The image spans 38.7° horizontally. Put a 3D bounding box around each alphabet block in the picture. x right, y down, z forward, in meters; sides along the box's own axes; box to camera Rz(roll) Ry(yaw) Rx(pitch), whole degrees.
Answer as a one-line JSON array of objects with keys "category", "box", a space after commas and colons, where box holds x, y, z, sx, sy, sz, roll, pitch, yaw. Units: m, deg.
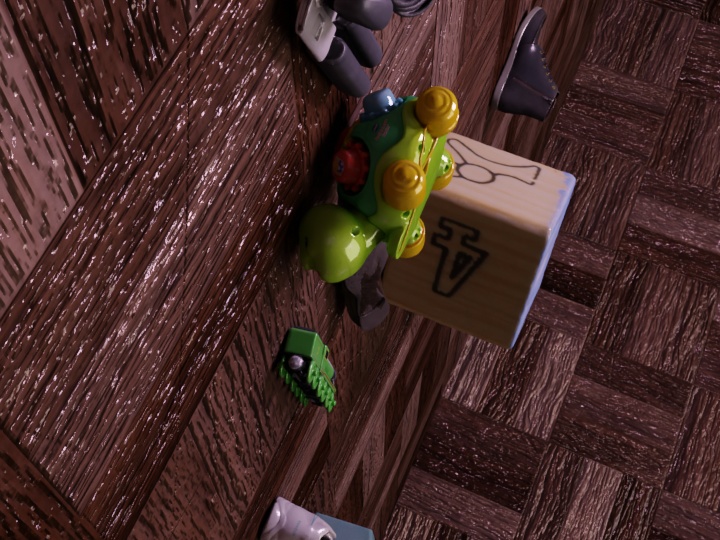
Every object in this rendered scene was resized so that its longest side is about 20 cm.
[{"category": "alphabet block", "box": [0.161, -0.046, 1.405, 0.196, 0.198, 0.199, -50, 157, -57]}]

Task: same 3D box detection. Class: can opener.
[{"category": "can opener", "box": [-0.003, -0.168, 0.753, 0.200, 0.066, 0.054, 23, 89, -78]}]

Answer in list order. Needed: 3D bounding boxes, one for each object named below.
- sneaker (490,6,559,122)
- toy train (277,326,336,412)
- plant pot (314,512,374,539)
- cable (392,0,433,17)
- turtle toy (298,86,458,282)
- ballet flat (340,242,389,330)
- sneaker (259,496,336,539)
[{"category": "sneaker", "box": [0.311, -0.357, 1.798, 0.075, 0.105, 0.202, 55, 57, -76]}, {"category": "toy train", "box": [-0.051, 0.105, 1.083, 0.200, 0.041, 0.057, 73, 29, -72]}, {"category": "plant pot", "box": [-0.051, 0.466, 1.485, 0.142, 0.139, 0.202, 82, 24, -68]}, {"category": "cable", "box": [0.061, -0.304, 0.861, 0.163, 0.050, 0.202, -54, 161, -54]}, {"category": "turtle toy", "box": [0.016, -0.076, 0.918, 0.146, 0.100, 0.202, 83, 30, -68]}, {"category": "ballet flat", "box": [0.000, 0.000, 1.139, 0.067, 0.046, 0.201, -33, 151, -14]}, {"category": "sneaker", "box": [-0.073, 0.339, 1.287, 0.201, 0.079, 0.071, 80, 31, -71]}]
